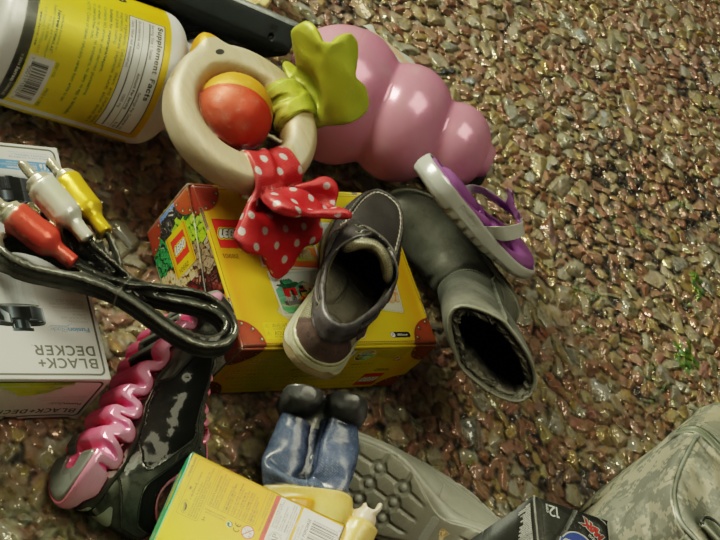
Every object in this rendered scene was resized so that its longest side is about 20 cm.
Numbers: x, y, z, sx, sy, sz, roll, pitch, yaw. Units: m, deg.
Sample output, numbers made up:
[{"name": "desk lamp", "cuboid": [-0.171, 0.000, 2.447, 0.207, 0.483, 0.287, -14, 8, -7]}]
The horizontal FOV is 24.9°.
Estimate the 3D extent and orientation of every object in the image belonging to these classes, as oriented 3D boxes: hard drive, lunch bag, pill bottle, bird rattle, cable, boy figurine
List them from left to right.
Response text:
[{"name": "pill bottle", "cuboid": [-0.211, -0.168, 1.305, 0.199, 0.112, 0.113, 16, 50, -30]}, {"name": "cable", "cuboid": [-0.177, -0.002, 1.136, 0.199, 0.051, 0.097, 35, 43, 14]}, {"name": "hard drive", "cuboid": [-0.169, -0.229, 1.377, 0.199, 0.139, 0.033, 19, 86, -27]}, {"name": "bird rattle", "cuboid": [-0.082, -0.103, 1.274, 0.162, 0.113, 0.201, 26, 58, -15]}, {"name": "boy figurine", "cuboid": [-0.049, 0.186, 1.192, 0.123, 0.065, 0.201, 13, 60, -2]}, {"name": "lunch bag", "cuboid": [0.244, 0.228, 1.315, 0.140, 0.200, 0.167, 51, 39, 10]}]

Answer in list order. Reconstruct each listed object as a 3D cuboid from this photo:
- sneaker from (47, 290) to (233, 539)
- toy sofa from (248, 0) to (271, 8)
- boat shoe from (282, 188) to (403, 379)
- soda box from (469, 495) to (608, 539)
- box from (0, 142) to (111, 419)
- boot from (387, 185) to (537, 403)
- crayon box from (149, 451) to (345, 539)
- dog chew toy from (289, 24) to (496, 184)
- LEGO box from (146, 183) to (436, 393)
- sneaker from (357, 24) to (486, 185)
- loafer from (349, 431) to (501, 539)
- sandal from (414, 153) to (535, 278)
[{"name": "sneaker", "cuboid": [-0.139, 0.107, 1.176, 0.095, 0.079, 0.201, 41, 61, -17]}, {"name": "toy sofa", "cuboid": [-0.158, -0.311, 1.493, 0.199, 0.097, 0.083, 35, 68, -13]}, {"name": "boat shoe", "cuboid": [0.000, 0.000, 1.267, 0.072, 0.065, 0.200, 37, 43, -8]}, {"name": "soda box", "cuboid": [0.095, 0.238, 1.179, 0.070, 0.200, 0.064, 21, 49, -25]}, {"name": "box", "cuboid": [-0.260, 0.005, 1.173, 0.116, 0.060, 0.201, 5, 57, -36]}, {"name": "boot", "cuboid": [0.078, 0.017, 1.374, 0.182, 0.073, 0.200, 41, 18, -5]}, {"name": "crayon box", "cuboid": [-0.102, 0.237, 1.077, 0.118, 0.058, 0.201, 26, 60, -5]}, {"name": "dog chew toy", "cuboid": [0.025, -0.135, 1.444, 0.199, 0.125, 0.125, 25, 45, -3]}, {"name": "LEGO box", "cuboid": [-0.054, 0.015, 1.319, 0.199, 0.077, 0.150, 2, 58, -38]}, {"name": "sneaker", "cuboid": [0.049, -0.159, 1.539, 0.200, 0.074, 0.080, 45, 40, -2]}, {"name": "loafer", "cuboid": [0.049, 0.190, 1.289, 0.200, 0.070, 0.070, 37, 6, -4]}, {"name": "sandal", "cuboid": [0.115, -0.048, 1.416, 0.202, 0.050, 0.083, 34, 21, -56]}]
